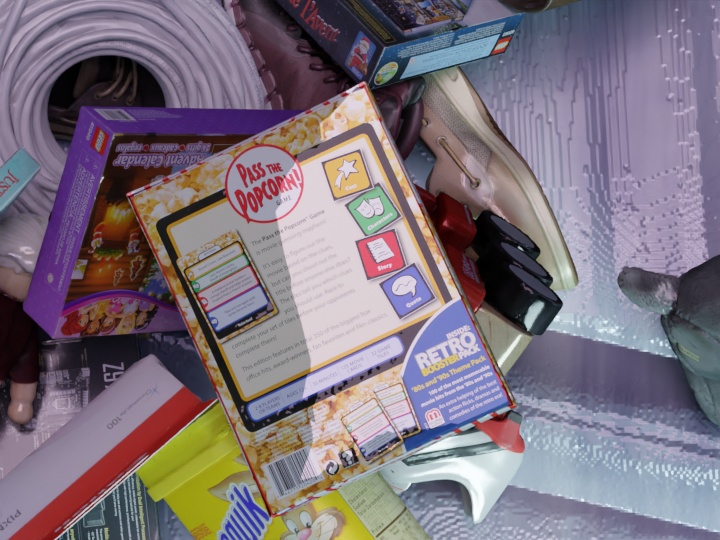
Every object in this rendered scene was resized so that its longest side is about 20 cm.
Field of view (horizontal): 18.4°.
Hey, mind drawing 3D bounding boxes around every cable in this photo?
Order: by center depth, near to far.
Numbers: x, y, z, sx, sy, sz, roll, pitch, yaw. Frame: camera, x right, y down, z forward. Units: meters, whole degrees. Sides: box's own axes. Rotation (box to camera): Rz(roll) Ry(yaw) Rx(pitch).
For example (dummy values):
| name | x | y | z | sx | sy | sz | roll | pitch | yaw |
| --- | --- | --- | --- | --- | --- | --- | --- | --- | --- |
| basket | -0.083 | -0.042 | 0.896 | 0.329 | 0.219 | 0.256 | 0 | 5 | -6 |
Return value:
| name | x | y | z | sx | sy | sz | roll | pitch | yaw |
| --- | --- | --- | --- | --- | --- | --- | --- | --- | --- |
| cable | -0.162 | -0.099 | 1.404 | 0.200 | 0.069 | 0.200 | 37 | 93 | -16 |

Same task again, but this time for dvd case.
| name | x | y | z | sx | sy | sz | roll | pitch | yaw |
| --- | --- | --- | --- | --- | --- | --- | --- | --- | --- |
| dvd case | -0.276 | 0.019 | 1.340 | 0.022 | 0.200 | 0.146 | 43 | 46 | -7 |

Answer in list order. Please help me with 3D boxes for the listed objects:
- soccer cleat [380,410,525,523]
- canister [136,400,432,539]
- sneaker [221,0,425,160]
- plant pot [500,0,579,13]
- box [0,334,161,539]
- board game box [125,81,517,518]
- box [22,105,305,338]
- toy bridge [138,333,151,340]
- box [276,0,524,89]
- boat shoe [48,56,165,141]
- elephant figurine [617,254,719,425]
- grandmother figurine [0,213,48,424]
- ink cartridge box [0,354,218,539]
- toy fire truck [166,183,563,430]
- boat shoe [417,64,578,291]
| name | x | y | z | sx | sy | sz | roll | pitch | yaw |
| --- | --- | --- | --- | --- | --- | --- | --- | --- | --- |
| soccer cleat | 0.009 | 0.096 | 1.416 | 0.200 | 0.069 | 0.085 | 22 | 93 | -11 |
| canister | -0.031 | 0.161 | 1.349 | 0.087 | 0.149 | 0.200 | -38 | 91 | -35 |
| sneaker | -0.014 | -0.132 | 1.461 | 0.115 | 0.076 | 0.200 | -19 | 84 | 28 |
| plant pot | 0.160 | -0.260 | 1.453 | 0.200 | 0.187 | 0.187 | -41 | 80 | -22 |
| box | -0.209 | 0.146 | 1.409 | 0.160 | 0.044 | 0.200 | -7 | 75 | -5 |
| board game box | -0.021 | 0.017 | 1.250 | 0.151 | 0.046 | 0.200 | -24 | 84 | 3 |
| box | -0.099 | -0.030 | 1.360 | 0.200 | 0.137 | 0.039 | -3 | 32 | -43 |
| toy bridge | -0.133 | 0.011 | 1.460 | 0.200 | 0.027 | 0.067 | 23 | 73 | 3 |
| box | -0.006 | -0.207 | 1.464 | 0.136 | 0.038 | 0.200 | -19 | 57 | -42 |
| boat shoe | -0.172 | -0.119 | 1.470 | 0.200 | 0.073 | 0.075 | -2 | 75 | -4 |
| elephant figurine | 0.298 | 0.011 | 1.448 | 0.141 | 0.155 | 0.200 | 18 | 55 | 46 |
| grandmother figurine | -0.239 | 0.055 | 1.351 | 0.061 | 0.121 | 0.200 | 25 | 83 | 29 |
| ink cartridge box | -0.167 | 0.114 | 1.294 | 0.163 | 0.200 | 0.057 | -41 | 88 | -13 |
| toy fire truck | 0.000 | 0.000 | 1.354 | 0.200 | 0.176 | 0.129 | 33 | 103 | -11 |
| boat shoe | 0.074 | -0.063 | 1.474 | 0.065 | 0.072 | 0.200 | -32 | 78 | 1 |
